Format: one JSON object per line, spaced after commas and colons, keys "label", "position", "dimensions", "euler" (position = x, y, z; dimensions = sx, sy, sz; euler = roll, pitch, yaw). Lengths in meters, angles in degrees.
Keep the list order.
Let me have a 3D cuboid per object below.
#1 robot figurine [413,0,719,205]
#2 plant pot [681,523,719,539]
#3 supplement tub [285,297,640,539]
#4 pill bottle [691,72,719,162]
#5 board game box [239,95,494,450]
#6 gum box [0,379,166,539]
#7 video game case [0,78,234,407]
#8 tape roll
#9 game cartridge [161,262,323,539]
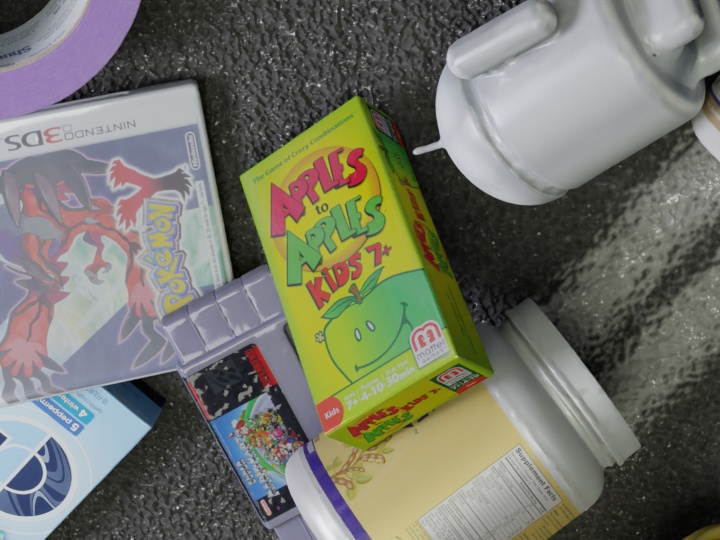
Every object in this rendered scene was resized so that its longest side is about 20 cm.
{"label": "robot figurine", "position": [0.128, -0.113, 1.005], "dimensions": [0.200, 0.113, 0.169], "euler": [-31, 142, 30]}
{"label": "plant pot", "position": [0.227, 0.303, 1.139], "dimensions": [0.201, 0.201, 0.189], "euler": [41, 128, -8]}
{"label": "supplement tub", "position": [0.067, 0.126, 1.087], "dimensions": [0.200, 0.145, 0.145], "euler": [-37, 103, 1]}
{"label": "pill bottle", "position": [0.295, -0.136, 0.974], "dimensions": [0.111, 0.111, 0.200], "euler": [33, 115, -5]}
{"label": "board game box", "position": [0.000, 0.000, 1.049], "dimensions": [0.102, 0.200, 0.048], "euler": [-33, 148, 21]}
{"label": "gum box", "position": [-0.271, 0.115, 1.218], "dimensions": [0.170, 0.045, 0.200], "euler": [41, 114, -9]}
{"label": "video game case", "position": [-0.182, -0.017, 1.124], "dimensions": [0.182, 0.023, 0.200], "euler": [-12, 111, -7]}
{"label": "tape roll", "position": [-0.235, -0.197, 1.018], "dimensions": [0.200, 0.066, 0.200], "euler": [-10, 117, -19]}
{"label": "game cartridge", "position": [-0.040, 0.093, 1.153], "dimensions": [0.129, 0.038, 0.200], "euler": [-29, 107, -5]}
